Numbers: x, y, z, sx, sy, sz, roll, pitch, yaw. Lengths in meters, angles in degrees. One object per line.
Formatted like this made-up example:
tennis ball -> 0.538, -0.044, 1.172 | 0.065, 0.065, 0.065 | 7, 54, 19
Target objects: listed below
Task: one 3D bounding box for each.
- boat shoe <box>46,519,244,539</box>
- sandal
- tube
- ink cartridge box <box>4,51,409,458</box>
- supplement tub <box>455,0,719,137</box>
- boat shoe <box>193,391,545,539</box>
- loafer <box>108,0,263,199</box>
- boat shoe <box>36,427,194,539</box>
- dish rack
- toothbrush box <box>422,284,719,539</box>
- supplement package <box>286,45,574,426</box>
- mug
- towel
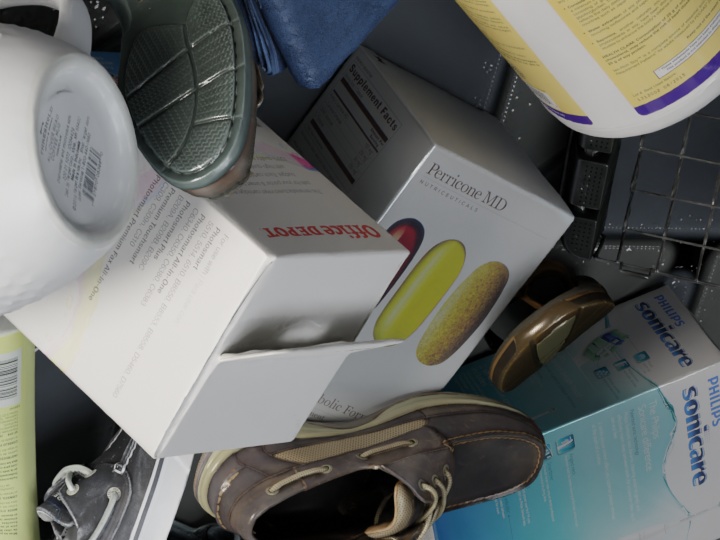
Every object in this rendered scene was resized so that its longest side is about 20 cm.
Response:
boat shoe -> -0.091, 0.183, 1.590 | 0.200, 0.070, 0.072 | 25, 114, -34
sandal -> 0.100, 0.020, 1.518 | 0.082, 0.200, 0.055 | -40, 89, 11
tube -> -0.208, 0.098, 1.490 | 0.052, 0.058, 0.200 | -24, 135, -36
ink cartridge box -> -0.087, -0.003, 1.350 | 0.128, 0.200, 0.125 | -3, 130, -57
supplement tub -> 0.108, -0.178, 1.376 | 0.145, 0.146, 0.200 | -40, 131, 6
boat shoe -> 0.012, 0.119, 1.445 | 0.199, 0.073, 0.075 | -7, 127, -21
loafer -> -0.081, -0.110, 1.300 | 0.072, 0.200, 0.063 | -31, 143, 14
boat shoe -> -0.144, 0.136, 1.495 | 0.068, 0.072, 0.201 | 22, 80, -15
dish rack -> 0.212, -0.055, 1.509 | 0.199, 0.055, 0.154 | 13, 124, 7
toothbrush box -> 0.123, 0.118, 1.634 | 0.199, 0.085, 0.147 | -21, 130, -9
supplement package -> 0.000, 0.000, 1.475 | 0.114, 0.110, 0.200 | 24, 111, -37
mug -> -0.193, -0.065, 1.259 | 0.175, 0.200, 0.148 | -7, 137, 27
towel -> -0.037, -0.197, 1.341 | 0.112, 0.048, 0.200 | -47, 137, -29
